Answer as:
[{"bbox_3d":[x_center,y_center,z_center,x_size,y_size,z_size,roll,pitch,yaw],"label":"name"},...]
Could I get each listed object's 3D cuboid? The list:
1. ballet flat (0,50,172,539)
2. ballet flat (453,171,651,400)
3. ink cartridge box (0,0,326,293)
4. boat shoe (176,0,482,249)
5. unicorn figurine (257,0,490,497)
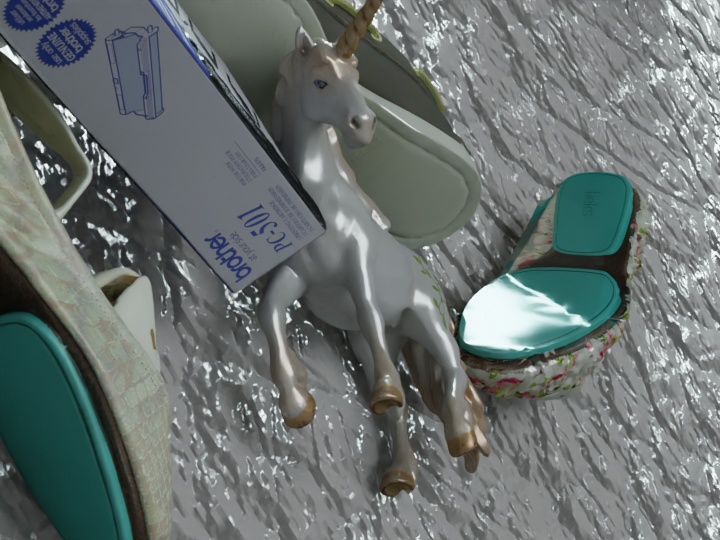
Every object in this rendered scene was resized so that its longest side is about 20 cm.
[{"bbox_3d":[-0.096,-0.001,0.664,0.062,0.067,0.200,-35,105,-34],"label":"ballet flat"},{"bbox_3d":[0.093,0.020,0.997,0.200,0.076,0.064,-49,143,-55],"label":"ballet flat"},{"bbox_3d":[-0.081,-0.077,0.714,0.094,0.044,0.200,58,3,32],"label":"ink cartridge box"},{"bbox_3d":[-0.030,-0.081,0.868,0.202,0.072,0.060,36,24,-37],"label":"boat shoe"},{"bbox_3d":[0.000,0.000,0.836,0.200,0.074,0.138,74,8,-62],"label":"unicorn figurine"}]
